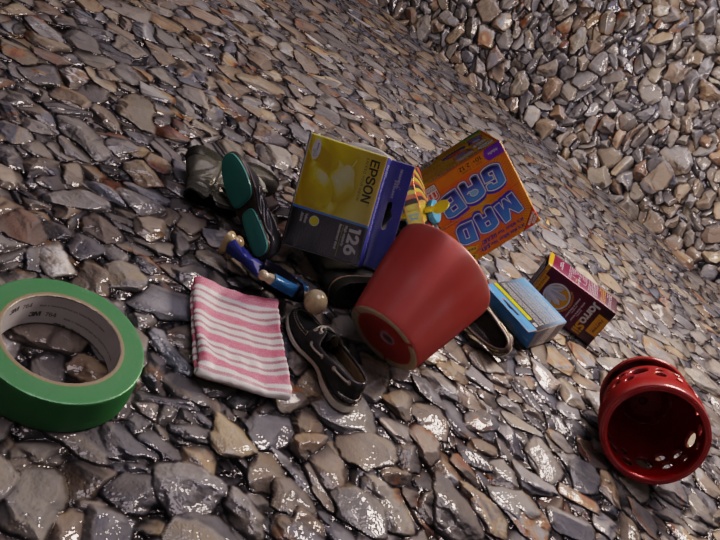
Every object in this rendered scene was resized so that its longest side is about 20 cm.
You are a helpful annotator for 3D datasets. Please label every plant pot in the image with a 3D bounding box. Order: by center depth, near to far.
[{"bbox_3d":[0.091,0.055,1.270,0.199,0.201,0.177,39,63,11],"label":"plant pot"},{"bbox_3d":[0.558,0.280,1.463,0.199,0.202,0.182,36,20,4],"label":"plant pot"}]

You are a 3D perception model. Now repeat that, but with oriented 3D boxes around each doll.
[{"bbox_3d":[-0.139,0.011,1.224,0.198,0.049,0.136,34,-2,13],"label":"doll"}]

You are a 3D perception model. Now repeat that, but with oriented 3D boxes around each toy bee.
[{"bbox_3d":[0.123,-0.095,1.486,0.201,0.130,0.109,49,33,-9],"label":"toy bee"}]

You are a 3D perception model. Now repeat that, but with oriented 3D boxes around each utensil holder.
[{"bbox_3d":[-0.008,-0.159,1.455,0.168,0.172,0.200,29,9,-9],"label":"utensil holder"}]

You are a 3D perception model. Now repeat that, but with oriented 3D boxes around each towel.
[{"bbox_3d":[-0.174,0.094,1.099,0.144,0.030,0.202,19,31,-27],"label":"towel"}]

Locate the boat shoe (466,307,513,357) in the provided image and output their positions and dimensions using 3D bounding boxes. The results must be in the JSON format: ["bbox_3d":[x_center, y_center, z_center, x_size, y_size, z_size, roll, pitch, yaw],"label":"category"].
[{"bbox_3d":[0.227,0.089,1.514,0.200,0.072,0.060,48,-1,16],"label":"boat shoe"}]

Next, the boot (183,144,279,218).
[{"bbox_3d":[-0.239,-0.144,1.406,0.197,0.068,0.133,17,44,-31],"label":"boot"}]

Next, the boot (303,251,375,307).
[{"bbox_3d":[0.000,0.000,1.418,0.197,0.078,0.139,8,32,-43],"label":"boot"}]

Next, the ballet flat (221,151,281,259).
[{"bbox_3d":[-0.189,-0.114,1.346,0.072,0.072,0.204,-9,74,-53],"label":"ballet flat"}]

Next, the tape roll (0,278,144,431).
[{"bbox_3d":[-0.357,0.095,0.892,0.197,0.049,0.202,26,29,-16],"label":"tape roll"}]

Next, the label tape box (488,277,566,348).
[{"bbox_3d":[0.346,0.093,1.660,0.198,0.064,0.145,-5,47,-51],"label":"label tape box"}]

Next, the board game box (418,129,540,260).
[{"bbox_3d":[0.250,-0.166,1.698,0.202,0.198,0.200,58,6,-16],"label":"board game box"}]

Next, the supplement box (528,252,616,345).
[{"bbox_3d":[0.504,0.067,1.826,0.198,0.111,0.086,36,28,4],"label":"supplement box"}]

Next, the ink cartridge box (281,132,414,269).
[{"bbox_3d":[-0.021,-0.116,1.334,0.196,0.202,0.047,15,6,-5],"label":"ink cartridge box"}]

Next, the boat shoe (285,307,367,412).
[{"bbox_3d":[-0.052,0.123,1.171,0.073,0.061,0.201,6,38,-40],"label":"boat shoe"}]
